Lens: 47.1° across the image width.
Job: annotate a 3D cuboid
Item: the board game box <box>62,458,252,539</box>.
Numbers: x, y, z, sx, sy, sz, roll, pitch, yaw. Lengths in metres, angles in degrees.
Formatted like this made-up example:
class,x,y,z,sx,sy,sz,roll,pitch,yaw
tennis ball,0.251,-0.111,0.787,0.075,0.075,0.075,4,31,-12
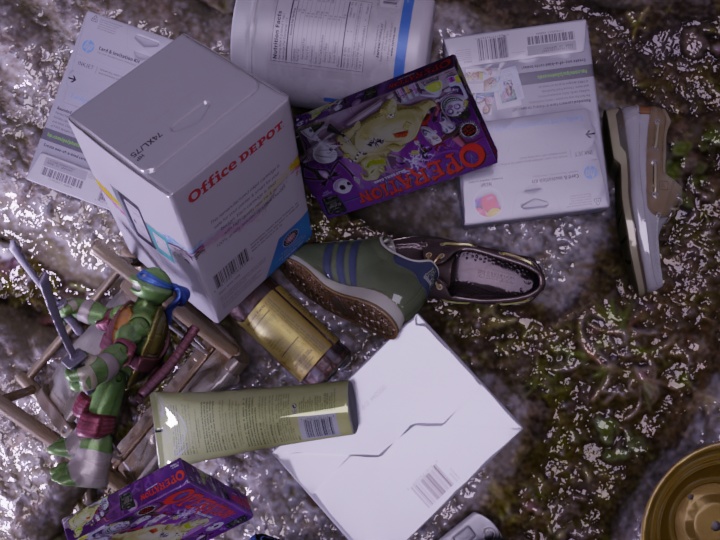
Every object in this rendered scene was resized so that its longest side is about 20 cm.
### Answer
class,x,y,z,sx,sy,sz,roll,pitch,yaw
board game box,-0.189,0.243,0.812,0.119,0.200,0.032,-31,63,-4

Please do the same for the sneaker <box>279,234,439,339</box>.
class,x,y,z,sx,sy,sz,roll,pitch,yaw
sneaker,0.000,0.000,0.857,0.090,0.199,0.067,-43,129,-19

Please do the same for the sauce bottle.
class,x,y,z,sx,sy,sz,roll,pitch,yaw
sauce bottle,-0.100,0.044,0.893,0.200,0.065,0.065,43,90,7

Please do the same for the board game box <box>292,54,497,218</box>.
class,x,y,z,sx,sy,sz,roll,pitch,yaw
board game box,0.027,-0.131,0.847,0.198,0.120,0.033,-17,42,22

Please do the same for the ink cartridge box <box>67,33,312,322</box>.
class,x,y,z,sx,sy,sz,roll,pitch,yaw
ink cartridge box,-0.154,-0.086,0.800,0.145,0.201,0.147,35,64,24

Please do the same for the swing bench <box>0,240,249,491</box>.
class,x,y,z,sx,sy,sz,roll,pitch,yaw
swing bench,-0.248,0.109,0.870,0.200,0.130,0.199,41,89,0

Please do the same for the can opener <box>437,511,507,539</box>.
class,x,y,z,sx,sy,sz,roll,pitch,yaw
can opener,0.068,0.330,0.868,0.199,0.066,0.053,-39,85,6

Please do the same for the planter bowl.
class,x,y,z,sx,sy,sz,roll,pitch,yaw
planter bowl,0.374,0.268,0.839,0.198,0.083,0.203,0,86,4

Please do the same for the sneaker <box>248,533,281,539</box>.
class,x,y,z,sx,sy,sz,roll,pitch,yaw
sneaker,-0.029,0.314,0.858,0.199,0.070,0.078,24,82,22

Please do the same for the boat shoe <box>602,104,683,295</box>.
class,x,y,z,sx,sy,sz,roll,pitch,yaw
boat shoe,0.303,-0.077,0.868,0.068,0.075,0.203,-7,85,9

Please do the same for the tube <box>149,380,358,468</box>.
class,x,y,z,sx,sy,sz,roll,pitch,yaw
tube,-0.103,0.141,0.789,0.198,0.052,0.058,-9,48,6

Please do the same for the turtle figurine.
class,x,y,z,sx,sy,sz,roll,pitch,yaw
turtle figurine,-0.257,0.081,0.738,0.143,0.199,0.196,18,95,33

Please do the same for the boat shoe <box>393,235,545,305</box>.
class,x,y,z,sx,sy,sz,roll,pitch,yaw
boat shoe,0.098,0.001,0.884,0.198,0.060,0.073,8,88,4

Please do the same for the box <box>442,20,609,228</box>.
class,x,y,z,sx,sy,sz,roll,pitch,yaw
box,0.176,-0.156,0.890,0.154,0.041,0.203,-7,85,4

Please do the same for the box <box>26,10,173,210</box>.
class,x,y,z,sx,sy,sz,roll,pitch,yaw
box,-0.265,-0.169,0.927,0.154,0.041,0.202,19,89,4

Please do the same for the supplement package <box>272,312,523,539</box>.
class,x,y,z,sx,sy,sz,roll,pitch,yaw
supplement package,0.039,0.168,0.852,0.200,0.111,0.156,-43,84,1

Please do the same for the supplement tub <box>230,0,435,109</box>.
class,x,y,z,sx,sy,sz,roll,pitch,yaw
supplement tub,-0.025,-0.234,0.870,0.198,0.132,0.134,8,87,5
